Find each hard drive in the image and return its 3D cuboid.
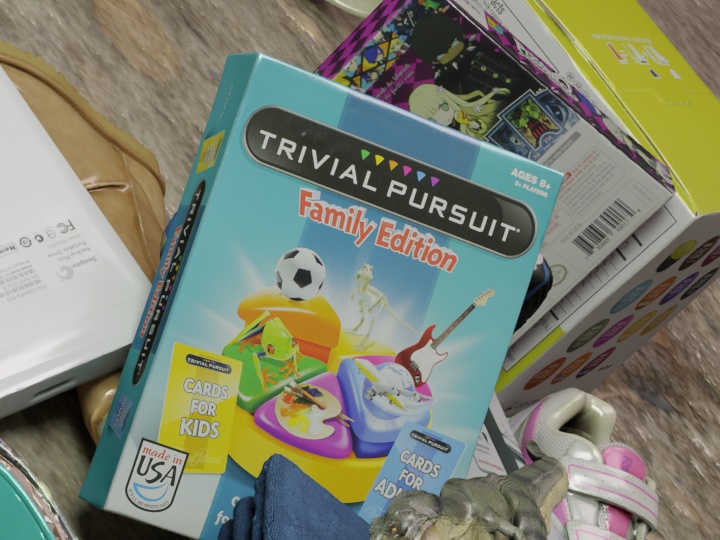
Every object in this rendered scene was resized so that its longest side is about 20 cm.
[{"bbox_3d":[-0.185,-0.029,1.151,0.132,0.027,0.200,-23,70,-39],"label":"hard drive"}]

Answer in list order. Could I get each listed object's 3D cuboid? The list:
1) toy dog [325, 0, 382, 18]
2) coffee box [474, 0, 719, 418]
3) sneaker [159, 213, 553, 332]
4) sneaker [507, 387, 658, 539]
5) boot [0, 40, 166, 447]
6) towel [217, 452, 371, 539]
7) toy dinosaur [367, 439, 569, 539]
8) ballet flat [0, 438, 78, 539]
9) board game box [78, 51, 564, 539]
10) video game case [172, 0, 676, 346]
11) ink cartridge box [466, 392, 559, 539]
[{"bbox_3d":[-0.009,-0.271,1.842,0.193,0.140,0.200,12,20,12],"label":"toy dog"},{"bbox_3d":[0.099,-0.050,1.541,0.200,0.198,0.199,52,22,13],"label":"coffee box"},{"bbox_3d":[0.000,0.000,1.222,0.199,0.076,0.077,-1,50,-31],"label":"sneaker"},{"bbox_3d":[0.114,0.135,1.402,0.081,0.088,0.201,28,29,-38],"label":"sneaker"},{"bbox_3d":[-0.131,-0.003,1.222,0.175,0.066,0.201,26,32,-39],"label":"boot"},{"bbox_3d":[0.024,0.166,1.058,0.200,0.049,0.112,41,15,-13],"label":"towel"},{"bbox_3d":[0.067,0.116,1.100,0.088,0.047,0.200,55,22,9],"label":"toy dinosaur"},{"bbox_3d":[-0.169,0.078,1.027,0.200,0.069,0.071,46,2,-2],"label":"ballet flat"},{"bbox_3d":[-0.015,0.027,1.137,0.150,0.201,0.047,20,-4,-20],"label":"board game box"},{"bbox_3d":[0.032,-0.034,1.391,0.181,0.200,0.036,38,22,-20],"label":"video game case"},{"bbox_3d":[0.003,0.082,1.295,0.146,0.083,0.201,25,32,-42],"label":"ink cartridge box"}]
